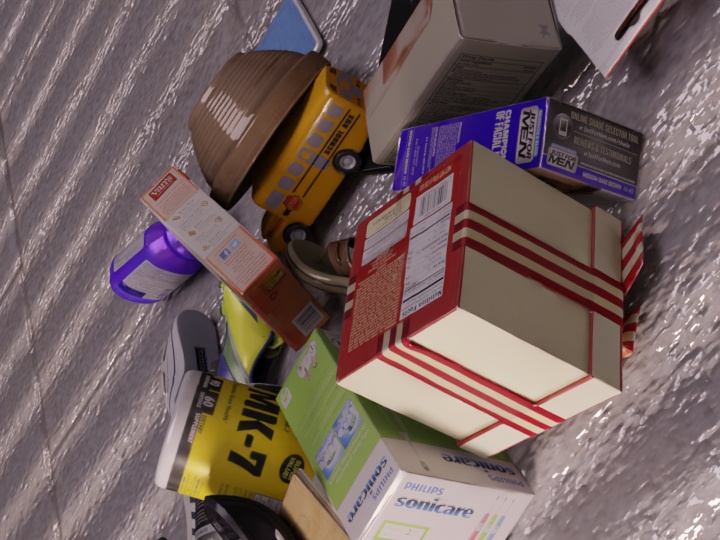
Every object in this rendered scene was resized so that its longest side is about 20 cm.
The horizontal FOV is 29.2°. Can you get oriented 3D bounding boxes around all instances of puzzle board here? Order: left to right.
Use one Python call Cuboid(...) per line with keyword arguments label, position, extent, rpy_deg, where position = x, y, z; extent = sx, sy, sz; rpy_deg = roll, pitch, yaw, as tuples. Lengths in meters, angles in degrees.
Cuboid(label="puzzle board", position=(-0.019, 0.266, 1.216), extent=(0.151, 0.017, 0.200), rpy_deg=(48, 154, 16))

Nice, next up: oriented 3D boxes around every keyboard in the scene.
Cuboid(label="keyboard", position=(0.050, -0.199, 1.426), extent=(0.127, 0.021, 0.201), rpy_deg=(0, 79, 63))

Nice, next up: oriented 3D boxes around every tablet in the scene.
Cuboid(label="tablet", position=(-0.112, -0.227, 1.682), extent=(0.200, 0.014, 0.130), rpy_deg=(-56, 38, 25))

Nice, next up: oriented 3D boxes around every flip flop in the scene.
Cuboid(label="flip flop", position=(0.000, 0.000, 1.366), extent=(0.200, 0.081, 0.058), rpy_deg=(26, 103, 52))

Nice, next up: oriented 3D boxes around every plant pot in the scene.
Cuboid(label="plant pot", position=(-0.125, -0.172, 1.518), extent=(0.201, 0.093, 0.201), rpy_deg=(-55, 1, 1))

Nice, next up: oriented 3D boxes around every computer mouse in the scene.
Cuboid(label="computer mouse", position=(-0.067, 0.276, 1.250), extent=(0.200, 0.046, 0.140), rpy_deg=(48, 159, 6))

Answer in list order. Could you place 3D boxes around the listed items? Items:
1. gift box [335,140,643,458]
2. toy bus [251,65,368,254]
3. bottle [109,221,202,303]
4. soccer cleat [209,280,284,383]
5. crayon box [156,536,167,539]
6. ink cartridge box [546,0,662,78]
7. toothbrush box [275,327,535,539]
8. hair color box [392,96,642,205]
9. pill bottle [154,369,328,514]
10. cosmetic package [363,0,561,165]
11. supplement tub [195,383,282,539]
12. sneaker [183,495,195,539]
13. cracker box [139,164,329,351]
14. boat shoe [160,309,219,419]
Cuboid(label="gift box", position=(0.112, 0.017, 1.103), extent=(0.184, 0.186, 0.201), rpy_deg=(-30, 40, 49))
Cuboid(label="toy bus", position=(-0.055, -0.114, 1.481), extent=(0.200, 0.078, 0.065), rpy_deg=(-54, 23, 29))
Cuboid(label="bottle", position=(-0.238, -0.023, 1.724), extent=(0.200, 0.083, 0.066), rpy_deg=(-35, 50, 46))
Cuboid(label="soccer cleat", position=(-0.118, 0.063, 1.551), extent=(0.083, 0.065, 0.201), rpy_deg=(-5, 66, 24))
Cuboid(label="crayon box", position=(-0.154, 0.388, 1.366), extent=(0.172, 0.058, 0.201), rpy_deg=(27, 138, 57))
Cuboid(label="ink cartridge box", position=(0.211, -0.255, 1.181), extent=(0.109, 0.050, 0.200), rpy_deg=(-55, 39, 28))
Cuboid(label="toothbrush box", position=(0.034, 0.151, 1.197), extent=(0.086, 0.145, 0.200), rpy_deg=(-61, 36, 19))
Cuboid(label="hair color box", position=(0.130, -0.091, 1.183), extent=(0.200, 0.109, 0.065), rpy_deg=(-8, 71, 55))
Cuboid(label="pill bottle", position=(-0.083, 0.173, 1.296), extent=(0.114, 0.199, 0.115), rpy_deg=(-164, 90, -85))
Cuboid(label="cosmetic package", position=(0.086, -0.180, 1.247), extent=(0.200, 0.103, 0.088), rpy_deg=(130, 138, -54))
Cuboid(label="supplement tub", position=(-0.107, 0.226, 1.398), extent=(0.122, 0.122, 0.201), rpy_deg=(-32, 52, 46))
Cuboid(label="sneaker", position=(-0.143, 0.267, 1.477), extent=(0.085, 0.075, 0.200), rpy_deg=(-59, 36, 30))
Cuboid(label="cracker box", position=(-0.134, -0.014, 1.471), extent=(0.058, 0.134, 0.200), rpy_deg=(-46, 53, -6))
Cuboid(label="boat shoe", position=(-0.199, 0.141, 1.625), extent=(0.065, 0.073, 0.201), rpy_deg=(-52, 29, 38))
